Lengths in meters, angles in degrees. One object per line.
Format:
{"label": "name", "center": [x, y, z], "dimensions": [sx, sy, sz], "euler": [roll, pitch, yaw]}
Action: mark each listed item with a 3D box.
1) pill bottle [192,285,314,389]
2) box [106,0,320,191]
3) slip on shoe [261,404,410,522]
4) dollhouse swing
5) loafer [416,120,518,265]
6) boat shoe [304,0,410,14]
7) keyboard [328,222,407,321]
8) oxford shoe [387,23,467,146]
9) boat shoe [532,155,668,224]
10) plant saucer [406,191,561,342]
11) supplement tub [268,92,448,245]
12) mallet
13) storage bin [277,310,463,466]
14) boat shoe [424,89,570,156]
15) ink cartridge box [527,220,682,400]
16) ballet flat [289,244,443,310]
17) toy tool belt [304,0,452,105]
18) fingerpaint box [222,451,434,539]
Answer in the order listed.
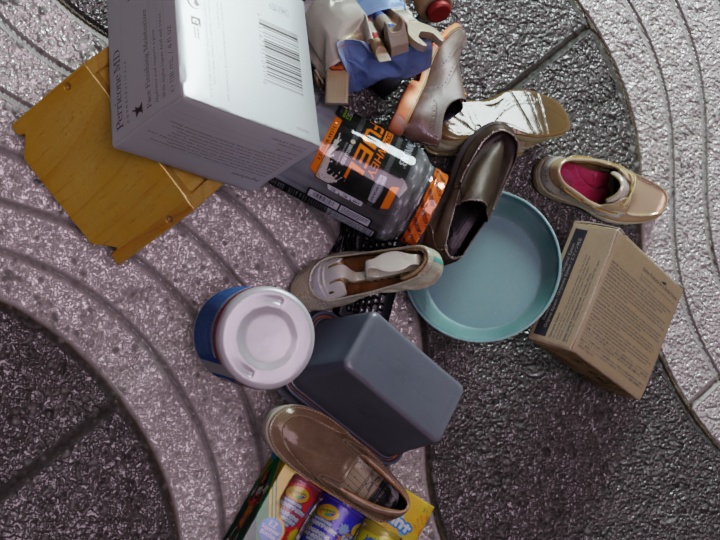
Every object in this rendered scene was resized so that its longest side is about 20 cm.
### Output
{"label": "pill bottle", "center": [-0.130, 0.074, 1.465], "dimensions": [0.111, 0.200, 0.114], "euler": [0, 90, -19]}
{"label": "box", "center": [-0.164, -0.221, 1.430], "dimensions": [0.199, 0.130, 0.201], "euler": [15, 58, -42]}
{"label": "slip on shoe", "center": [-0.025, 0.225, 1.497], "dimensions": [0.200, 0.060, 0.076], "euler": [42, 73, -13]}
{"label": "dollhouse swing", "center": [-0.259, -0.158, 1.512], "dimensions": [0.181, 0.176, 0.201], "euler": [-32, 103, 25]}
{"label": "loafer", "center": [0.144, -0.088, 1.579], "dimensions": [0.073, 0.071, 0.202], "euler": [30, 85, -30]}
{"label": "boat shoe", "center": [-0.012, -0.323, 1.582], "dimensions": [0.199, 0.069, 0.071], "euler": [-34, 101, -16]}
{"label": "keyboard", "center": [0.014, -0.031, 1.603], "dimensions": [0.103, 0.040, 0.203], "euler": [14, 83, -19]}
{"label": "oxford shoe", "center": [0.100, -0.227, 1.594], "dimensions": [0.072, 0.072, 0.201], "euler": [26, 56, 2]}
{"label": "boat shoe", "center": [0.327, -0.106, 1.697], "dimensions": [0.198, 0.069, 0.075], "euler": [10, 86, -19]}
{"label": "plant saucer", "center": [0.153, -0.002, 1.614], "dimensions": [0.197, 0.036, 0.203], "euler": [-3, 70, 8]}
{"label": "supplement tub", "center": [-0.003, -0.117, 1.535], "dimensions": [0.198, 0.123, 0.124], "euler": [27, 81, -4]}
{"label": "mallet", "center": [0.061, -0.312, 1.629], "dimensions": [0.066, 0.041, 0.201], "euler": [37, 73, -13]}
{"label": "storage bin", "center": [0.024, 0.128, 1.535], "dimensions": [0.200, 0.134, 0.146], "euler": [41, 60, -20]}
{"label": "boat shoe", "center": [0.175, -0.185, 1.657], "dimensions": [0.198, 0.063, 0.074], "euler": [-4, 64, -22]}
{"label": "ink cartridge box", "center": [0.317, 0.054, 1.647], "dimensions": [0.199, 0.075, 0.166], "euler": [33, 76, -45]}
{"label": "ballet flat", "center": [0.000, 0.000, 1.538], "dimensions": [0.198, 0.062, 0.068], "euler": [-13, 72, 14]}
{"label": "toy tool belt", "center": [0.033, -0.264, 1.517], "dimensions": [0.198, 0.125, 0.124], "euler": [-19, 59, -9]}
{"label": "fingerpaint box", "center": [-0.037, 0.307, 1.560], "dimensions": [0.199, 0.073, 0.168], "euler": [34, 78, -16]}
